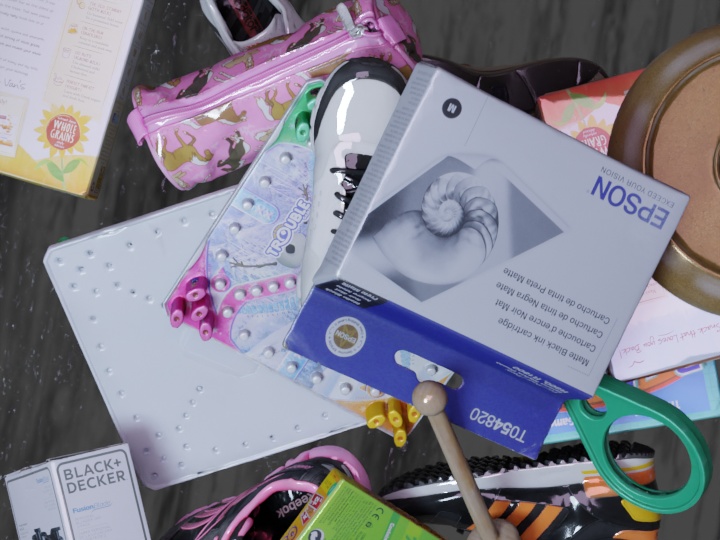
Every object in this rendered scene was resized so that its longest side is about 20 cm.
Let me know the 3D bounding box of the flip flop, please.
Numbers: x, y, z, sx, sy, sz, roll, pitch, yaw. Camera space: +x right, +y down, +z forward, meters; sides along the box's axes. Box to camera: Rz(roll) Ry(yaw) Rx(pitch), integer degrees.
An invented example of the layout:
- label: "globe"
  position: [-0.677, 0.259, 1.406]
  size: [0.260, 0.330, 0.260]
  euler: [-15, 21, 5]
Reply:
- label: "flip flop"
  position: [0.079, -0.116, 1.534]
  size: [0.199, 0.058, 0.081]
  euler: [-6, 96, -12]

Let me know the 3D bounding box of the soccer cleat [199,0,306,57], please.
- label: "soccer cleat"
  position: [-0.051, -0.141, 1.538]
  size: [0.069, 0.085, 0.200]
  euler: [-36, 83, 4]

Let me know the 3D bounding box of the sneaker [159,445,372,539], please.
- label: "sneaker"
  position: [-0.088, 0.192, 1.514]
  size: [0.200, 0.095, 0.079]
  euler: [-37, 85, 15]

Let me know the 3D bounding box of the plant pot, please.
- label: "plant pot"
  position: [0.262, -0.068, 1.427]
  size: [0.199, 0.027, 0.201]
  euler: [0, 85, 1]

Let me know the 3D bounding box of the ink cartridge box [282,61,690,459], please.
- label: "ink cartridge box"
  position: [0.080, 0.000, 1.367]
  size: [0.199, 0.041, 0.200]
  euler: [24, 94, -20]

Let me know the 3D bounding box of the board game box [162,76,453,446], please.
- label: "board game box"
  position: [0.000, 0.000, 1.463]
  size: [0.200, 0.026, 0.200]
  euler: [29, 111, -16]

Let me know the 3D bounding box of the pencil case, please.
- label: "pencil case"
  position: [-0.055, -0.122, 1.466]
  size: [0.200, 0.083, 0.087]
  euler: [-23, 124, 14]

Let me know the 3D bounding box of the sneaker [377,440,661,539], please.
- label: "sneaker"
  position: [0.110, 0.174, 1.508]
  size: [0.199, 0.070, 0.090]
  euler: [-9, 94, 10]

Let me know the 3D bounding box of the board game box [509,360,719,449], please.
- label: "board game box"
  position: [0.162, 0.015, 1.521]
  size: [0.152, 0.045, 0.201]
  euler: [-10, 86, 5]

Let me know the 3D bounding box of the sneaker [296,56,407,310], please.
- label: "sneaker"
  position: [0.000, -0.036, 1.389]
  size: [0.073, 0.080, 0.201]
  euler: [4, 114, -3]

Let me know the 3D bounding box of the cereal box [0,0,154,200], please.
- label: "cereal box"
  position: [-0.233, -0.166, 1.586]
  size: [0.143, 0.040, 0.201]
  euler: [17, 89, 8]

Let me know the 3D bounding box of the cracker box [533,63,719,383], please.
- label: "cracker box"
  position: [0.206, -0.035, 1.468]
  size: [0.134, 0.058, 0.201]
  euler: [-15, 85, 1]

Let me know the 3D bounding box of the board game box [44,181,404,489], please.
- label: "board game box"
  position: [-0.091, 0.038, 1.514]
  size: [0.199, 0.026, 0.200]
  euler: [-18, 115, 7]

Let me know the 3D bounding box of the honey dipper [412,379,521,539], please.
- label: "honey dipper"
  position: [0.070, 0.140, 1.421]
  size: [0.038, 0.200, 0.038]
  euler: [-14, 40, 12]

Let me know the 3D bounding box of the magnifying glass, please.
- label: "magnifying glass"
  position: [0.150, 0.081, 1.441]
  size: [0.200, 0.022, 0.080]
  euler: [43, 133, 3]

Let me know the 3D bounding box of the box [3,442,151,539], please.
- label: "box"
  position: [-0.183, 0.226, 1.514]
  size: [0.060, 0.117, 0.201]
  euler: [-12, 84, -27]

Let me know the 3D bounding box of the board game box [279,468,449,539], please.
- label: "board game box"
  position: [0.030, 0.222, 1.491]
  size: [0.200, 0.030, 0.096]
  euler: [35, 94, -25]
